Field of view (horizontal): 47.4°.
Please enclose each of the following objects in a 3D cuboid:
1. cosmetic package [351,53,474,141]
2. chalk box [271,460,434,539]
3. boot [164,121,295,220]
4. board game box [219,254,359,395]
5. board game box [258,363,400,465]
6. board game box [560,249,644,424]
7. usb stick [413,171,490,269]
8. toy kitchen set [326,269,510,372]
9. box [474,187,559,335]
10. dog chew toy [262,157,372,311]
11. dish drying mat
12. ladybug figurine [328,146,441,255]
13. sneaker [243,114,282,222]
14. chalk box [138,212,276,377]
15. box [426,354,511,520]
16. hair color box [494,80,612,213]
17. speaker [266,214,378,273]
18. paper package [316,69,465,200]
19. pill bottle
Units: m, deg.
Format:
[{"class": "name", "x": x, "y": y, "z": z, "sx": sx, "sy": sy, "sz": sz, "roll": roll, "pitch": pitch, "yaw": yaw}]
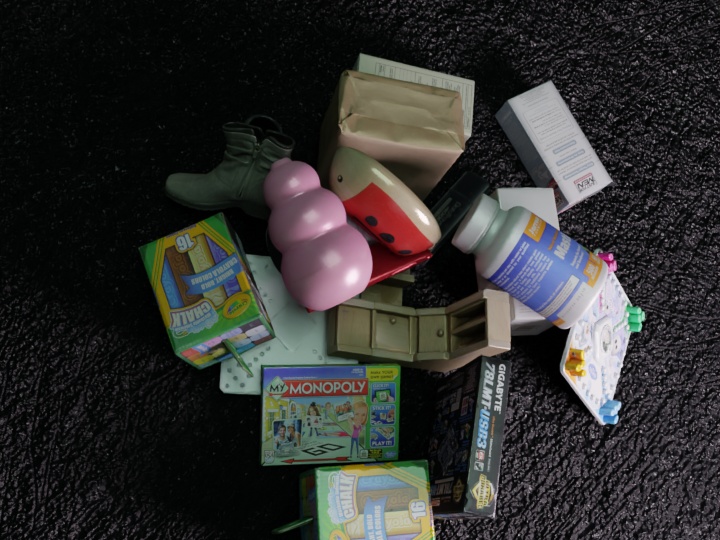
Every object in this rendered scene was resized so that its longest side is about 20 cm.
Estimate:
[{"class": "cosmetic package", "x": 0.078, "y": -0.267, "z": 1.321, "sx": 0.197, "sy": 0.071, "sz": 0.107, "roll": 12, "pitch": 72, "yaw": -12}, {"class": "chalk box", "x": -0.016, "y": 0.323, "z": 1.082, "sx": 0.197, "sy": 0.125, "sz": 0.126, "roll": 1, "pitch": 73, "yaw": -16}, {"class": "boot", "x": -0.185, "y": -0.152, "z": 1.162, "sx": 0.197, "sy": 0.132, "sz": 0.068, "roll": 9, "pitch": 34, "yaw": 10}, {"class": "board game box", "x": -0.101, "y": 0.083, "z": 1.192, "sx": 0.197, "sy": 0.026, "sz": 0.203, "roll": 5, "pitch": 73, "yaw": -14}, {"class": "board game box", "x": -0.042, "y": 0.200, "z": 1.151, "sx": 0.197, "sy": 0.029, "sz": 0.137, "roll": 1, "pitch": 92, "yaw": -15}, {"class": "board game box", "x": 0.372, "y": 0.104, "z": 1.240, "sx": 0.200, "sy": 0.026, "sz": 0.202, "roll": 45, "pitch": 60, "yaw": -44}, {"class": "usb stick", "x": 0.133, "y": -0.082, "z": 1.297, "sx": 0.055, "sy": 0.033, "sz": 0.200, "roll": 34, "pitch": 66, "yaw": 19}, {"class": "toy kitchen set", "x": 0.078, "y": 0.037, "z": 1.158, "sx": 0.198, "sy": 0.180, "sz": 0.165, "roll": 10, "pitch": 69, "yaw": -25}, {"class": "box", "x": 0.242, "y": -0.011, "z": 1.259, "sx": 0.096, "sy": 0.124, "sz": 0.203, "roll": -1, "pitch": 75, "yaw": -14}, {"class": "dog chew toy", "x": -0.066, "y": -0.052, "z": 1.080, "sx": 0.124, "sy": 0.124, "sz": 0.202, "roll": -26, "pitch": 93, "yaw": -21}, {"class": "dish drying mat", "x": 0.000, "y": 0.000, "z": 1.174, "sx": 0.198, "sy": 0.018, "sz": 0.077, "roll": -23, "pitch": 38, "yaw": -17}, {"class": "ladybug figurine", "x": 0.030, "y": -0.086, "z": 1.133, "sx": 0.200, "sy": 0.136, "sz": 0.072, "roll": 40, "pitch": 84, "yaw": -21}, {"class": "sneaker", "x": -0.126, "y": -0.141, "z": 1.213, "sx": 0.070, "sy": 0.099, "sz": 0.201, "roll": -31, "pitch": 86, "yaw": -23}, {"class": "chalk box", "x": -0.195, "y": 0.051, "z": 1.098, "sx": 0.123, "sy": 0.125, "sz": 0.202, "roll": -22, "pitch": 72, "yaw": -3}, {"class": "box", "x": 0.139, "y": 0.234, "z": 1.118, "sx": 0.049, "sy": 0.200, "sz": 0.201, "roll": 12, "pitch": 70, "yaw": -8}, {"class": "hair color box", "x": 0.322, "y": -0.206, "z": 1.375, "sx": 0.098, "sy": 0.061, "sz": 0.202, "roll": -26, "pitch": 81, "yaw": -20}, {"class": "speaker", "x": -0.038, "y": -0.059, "z": 1.206, "sx": 0.198, "sy": 0.081, "sz": 0.082, "roll": -22, "pitch": 80, "yaw": -30}, {"class": "paper package", "x": 0.038, "y": -0.192, "z": 1.218, "sx": 0.188, "sy": 0.200, "sz": 0.105, "roll": 8, "pitch": 71, "yaw": -12}, {"class": "pill bottle", "x": 0.229, "y": -0.018, "z": 1.132, "sx": 0.199, "sy": 0.112, "sz": 0.113, "roll": 34, "pitch": 68, "yaw": -2}]
